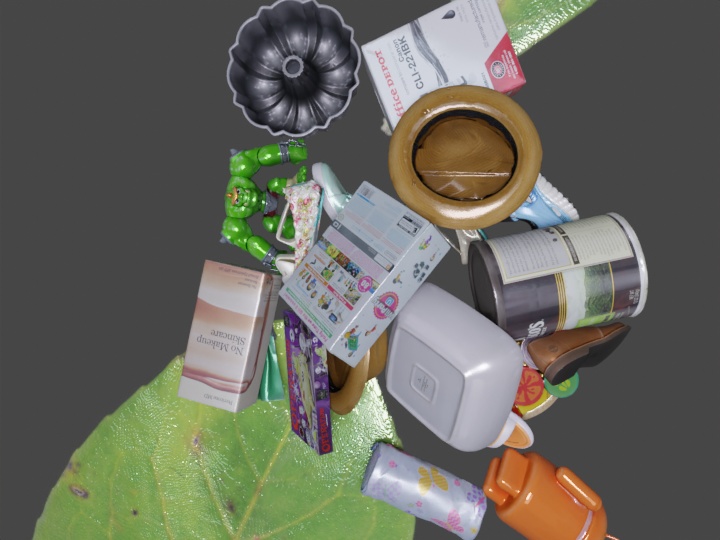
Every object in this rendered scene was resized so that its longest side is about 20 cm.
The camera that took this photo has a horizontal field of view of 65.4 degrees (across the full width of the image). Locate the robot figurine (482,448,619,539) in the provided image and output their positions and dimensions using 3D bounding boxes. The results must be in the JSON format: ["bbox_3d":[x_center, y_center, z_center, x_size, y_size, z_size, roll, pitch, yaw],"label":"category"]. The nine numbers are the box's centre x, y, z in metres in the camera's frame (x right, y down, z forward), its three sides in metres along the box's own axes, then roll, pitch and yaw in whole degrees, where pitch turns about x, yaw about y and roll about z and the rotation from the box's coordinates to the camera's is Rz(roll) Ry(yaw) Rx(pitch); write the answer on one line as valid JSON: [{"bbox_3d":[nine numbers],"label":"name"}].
[{"bbox_3d":[0.285,0.357,0.848,0.199,0.117,0.145,34,98,1],"label":"robot figurine"}]

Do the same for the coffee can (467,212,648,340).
[{"bbox_3d":[0.263,0.012,0.775,0.197,0.146,0.149,-12,95,1],"label":"coffee can"}]

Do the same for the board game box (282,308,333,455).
[{"bbox_3d":[-0.083,0.167,0.868,0.032,0.120,0.204,-6,96,-23],"label":"board game box"}]

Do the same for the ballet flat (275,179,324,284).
[{"bbox_3d":[-0.093,-0.034,0.822,0.063,0.076,0.203,4,108,-9],"label":"ballet flat"}]

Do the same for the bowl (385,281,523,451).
[{"bbox_3d":[0.109,0.142,0.773,0.199,0.074,0.203,36,134,36],"label":"bowl"}]

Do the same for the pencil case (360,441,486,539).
[{"bbox_3d":[0.098,0.348,0.883,0.197,0.084,0.091,22,132,3],"label":"pencil case"}]

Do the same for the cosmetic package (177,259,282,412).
[{"bbox_3d":[-0.192,0.094,0.835,0.102,0.087,0.204,10,90,10],"label":"cosmetic package"}]

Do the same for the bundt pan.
[{"bbox_3d":[-0.092,-0.288,0.833,0.198,0.076,0.206,0,86,7],"label":"bundt pan"}]

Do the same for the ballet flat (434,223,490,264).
[{"bbox_3d":[0.128,-0.100,0.846,0.062,0.067,0.202,-29,92,18],"label":"ballet flat"}]

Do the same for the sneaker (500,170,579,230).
[{"bbox_3d":[0.225,-0.115,0.828,0.200,0.078,0.090,43,101,0],"label":"sneaker"}]

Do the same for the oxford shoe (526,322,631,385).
[{"bbox_3d":[0.321,0.100,0.814,0.071,0.198,0.072,50,135,37],"label":"oxford shoe"}]

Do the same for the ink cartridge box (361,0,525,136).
[{"bbox_3d":[0.116,-0.290,0.816,0.197,0.084,0.146,-23,94,8],"label":"ink cartridge box"}]

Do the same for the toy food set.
[{"bbox_3d":[0.229,0.137,0.866,0.196,0.049,0.202,-32,91,8],"label":"toy food set"}]

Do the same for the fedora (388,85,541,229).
[{"bbox_3d":[0.138,-0.147,0.758,0.197,0.082,0.205,0,88,12],"label":"fedora"}]

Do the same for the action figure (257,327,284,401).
[{"bbox_3d":[-0.176,0.103,0.902,0.116,0.055,0.204,-1,89,7],"label":"action figure"}]

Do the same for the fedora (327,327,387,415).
[{"bbox_3d":[-0.014,0.116,0.850,0.081,0.200,0.204,-4,97,-30],"label":"fedora"}]

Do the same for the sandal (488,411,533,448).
[{"bbox_3d":[0.159,0.220,0.850,0.205,0.059,0.080,33,141,9],"label":"sandal"}]

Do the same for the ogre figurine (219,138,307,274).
[{"bbox_3d":[-0.150,-0.103,0.862,0.118,0.098,0.203,7,112,-13],"label":"ogre figurine"}]

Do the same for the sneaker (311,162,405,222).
[{"bbox_3d":[0.016,-0.097,0.850,0.117,0.074,0.202,-31,101,13],"label":"sneaker"}]

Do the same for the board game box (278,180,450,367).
[{"bbox_3d":[0.000,0.000,0.748,0.201,0.064,0.147,-51,45,1],"label":"board game box"}]
